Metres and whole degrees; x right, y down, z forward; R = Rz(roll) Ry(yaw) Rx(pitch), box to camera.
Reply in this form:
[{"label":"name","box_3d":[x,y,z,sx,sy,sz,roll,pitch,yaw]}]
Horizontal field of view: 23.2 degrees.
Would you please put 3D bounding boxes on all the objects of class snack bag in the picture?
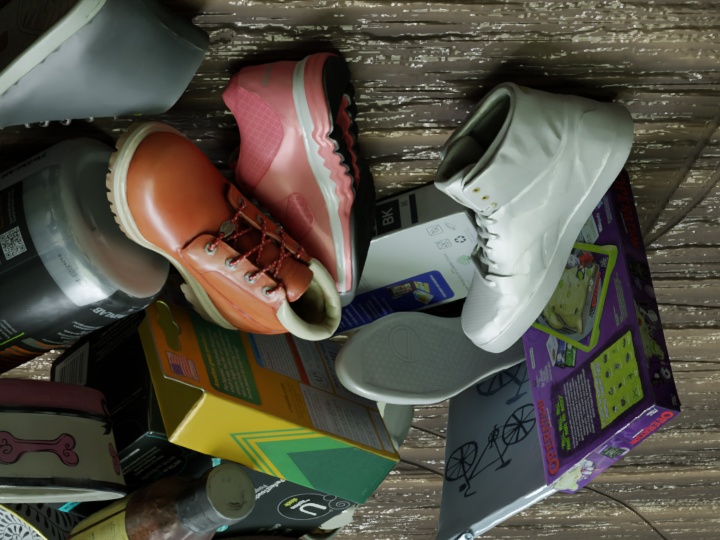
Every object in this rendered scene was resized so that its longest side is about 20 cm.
[{"label":"snack bag","box_3d":[0.132,0.105,1.310,0.021,0.200,0.188,37,128,-24]}]

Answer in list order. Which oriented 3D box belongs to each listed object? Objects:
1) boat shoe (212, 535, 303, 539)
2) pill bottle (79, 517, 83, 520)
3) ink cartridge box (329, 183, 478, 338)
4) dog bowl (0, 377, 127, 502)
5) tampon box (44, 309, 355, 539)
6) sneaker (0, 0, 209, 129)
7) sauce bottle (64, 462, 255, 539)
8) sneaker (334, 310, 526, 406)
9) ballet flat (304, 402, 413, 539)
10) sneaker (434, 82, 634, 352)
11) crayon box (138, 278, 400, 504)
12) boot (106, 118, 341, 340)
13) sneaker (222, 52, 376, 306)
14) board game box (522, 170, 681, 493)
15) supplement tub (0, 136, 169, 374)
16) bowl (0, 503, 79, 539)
[{"label":"boat shoe","box_3d":[-0.122,0.257,1.374,0.201,0.075,0.075,-4,148,4]},{"label":"pill bottle","box_3d":[-0.182,0.267,1.475,0.111,0.201,0.112,-9,146,-6]},{"label":"ink cartridge box","box_3d":[0.000,0.000,1.281,0.199,0.039,0.100,-18,142,15]},{"label":"dog bowl","box_3d":[-0.260,0.119,1.207,0.199,0.074,0.200,0,170,0]},{"label":"tampon box","box_3d":[-0.121,0.126,1.361,0.200,0.127,0.150,23,138,-34]},{"label":"sneaker","box_3d":[-0.191,-0.108,1.079,0.200,0.075,0.106,-30,137,29]},{"label":"sauce bottle","box_3d":[-0.144,0.185,1.253,0.066,0.066,0.200,20,150,-30]},{"label":"sneaker","box_3d":[0.040,0.074,1.308,0.200,0.071,0.099,-12,165,-44]},{"label":"ballet flat","box_3d":[-0.004,0.169,1.489,0.067,0.064,0.200,10,141,-20]},{"label":"sneaker","box_3d":[0.088,-0.039,1.185,0.115,0.074,0.200,12,118,-28]},{"label":"crayon box","box_3d":[-0.079,0.082,1.238,0.200,0.126,0.052,24,116,-32]},{"label":"boot","box_3d":[-0.082,-0.023,1.129,0.107,0.075,0.200,18,157,37]},{"label":"sneaker","box_3d":[-0.041,-0.061,1.170,0.086,0.074,0.201,2,131,14]},{"label":"board game box","box_3d":[0.158,0.039,1.217,0.032,0.201,0.120,19,138,-31]},{"label":"supplement tub","box_3d":[-0.239,0.001,1.182,0.200,0.123,0.123,-23,140,23]},{"label":"bowl","box_3d":[-0.303,0.203,1.449,0.200,0.094,0.201,14,138,13]}]
